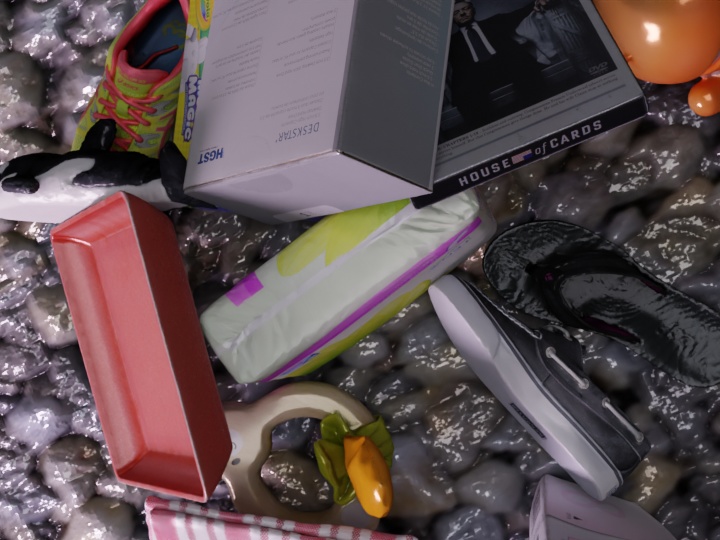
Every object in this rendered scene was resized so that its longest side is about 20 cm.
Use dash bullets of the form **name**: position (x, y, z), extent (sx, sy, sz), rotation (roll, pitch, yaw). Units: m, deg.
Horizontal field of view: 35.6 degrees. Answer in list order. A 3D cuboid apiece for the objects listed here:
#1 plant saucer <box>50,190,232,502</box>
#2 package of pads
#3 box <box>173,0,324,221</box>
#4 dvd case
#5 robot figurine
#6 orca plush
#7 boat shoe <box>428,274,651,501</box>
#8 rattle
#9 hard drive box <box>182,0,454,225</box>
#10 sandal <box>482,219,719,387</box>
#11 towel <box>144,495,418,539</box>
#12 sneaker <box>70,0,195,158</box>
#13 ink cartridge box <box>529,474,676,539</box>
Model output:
- **plant saucer**: position (-0.151, 0.052, 0.777), extent (0.037, 0.199, 0.201), rotation (-15, 92, -29)
- **package of pads**: position (0.000, 0.000, 0.784), extent (0.200, 0.154, 0.068), rotation (-36, 81, 8)
- **box**: position (-0.069, -0.140, 0.806), extent (0.048, 0.117, 0.201), rotation (9, 94, 50)
- **dvd case**: position (0.074, -0.145, 0.714), extent (0.150, 0.025, 0.200), rotation (-23, 55, 7)
- **robot figurine**: position (0.237, -0.194, 0.746), extent (0.200, 0.144, 0.117), rotation (-21, 55, -19)
- **orca plush**: position (-0.186, -0.077, 0.776), extent (0.200, 0.105, 0.071), rotation (-6, 75, 47)
- **boat shoe**: position (0.133, 0.072, 0.814), extent (0.068, 0.072, 0.200), rotation (-41, 88, -11)
- **rattle**: position (-0.078, 0.148, 0.812), extent (0.199, 0.143, 0.131), rotation (13, 109, 0)
- **hard drive box**: position (-0.024, -0.141, 0.693), extent (0.156, 0.077, 0.201), rotation (-6, 70, 48)
- **sandal**: position (0.186, 0.020, 0.815), extent (0.200, 0.048, 0.075), rotation (24, 96, 4)
- **towel**: position (-0.053, 0.214, 0.820), extent (0.199, 0.147, 0.030), rotation (7, 53, 5)
- **sneaker**: position (-0.168, -0.130, 0.829), extent (0.078, 0.090, 0.200), rotation (26, 97, 3)
- **ink cartridge box**: position (0.215, 0.212, 0.766), extent (0.199, 0.163, 0.057), rotation (13, 99, 6)
